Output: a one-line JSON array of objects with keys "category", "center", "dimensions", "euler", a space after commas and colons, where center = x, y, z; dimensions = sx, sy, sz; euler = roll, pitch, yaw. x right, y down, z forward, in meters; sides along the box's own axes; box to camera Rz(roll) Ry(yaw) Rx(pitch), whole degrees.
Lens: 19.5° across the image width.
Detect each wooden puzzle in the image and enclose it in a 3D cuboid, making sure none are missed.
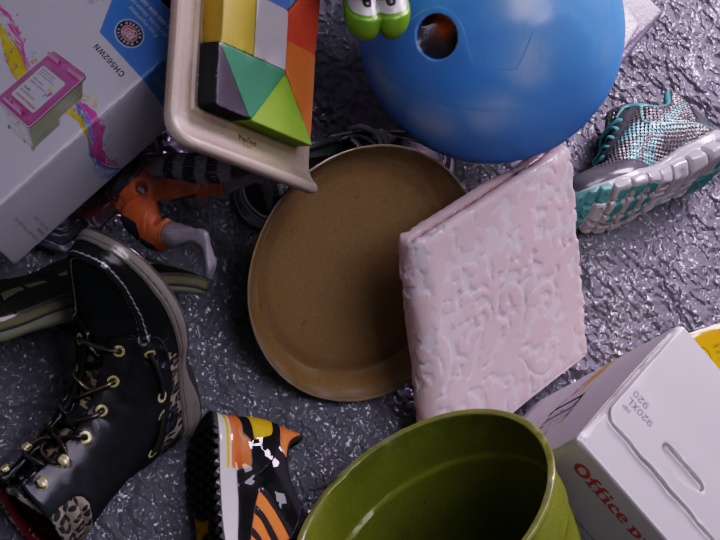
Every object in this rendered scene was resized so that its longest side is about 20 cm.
[{"category": "wooden puzzle", "center": [-0.073, -0.164, 1.436], "dimensions": [0.185, 0.037, 0.200], "euler": [17, 69, -61]}]

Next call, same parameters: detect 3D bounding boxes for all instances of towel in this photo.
[{"category": "towel", "center": [0.102, 0.023, 1.608], "dimensions": [0.191, 0.032, 0.200], "euler": [-34, 129, -38]}]

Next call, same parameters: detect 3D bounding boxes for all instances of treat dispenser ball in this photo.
[{"category": "treat dispenser ball", "center": [0.098, -0.180, 1.576], "dimensions": [0.201, 0.201, 0.201], "euler": [12, 64, -25]}]

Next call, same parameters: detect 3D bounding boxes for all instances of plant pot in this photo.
[{"category": "plant pot", "center": [0.084, 0.236, 1.474], "dimensions": [0.200, 0.200, 0.193], "euler": [-56, 128, -34]}, {"category": "plant pot", "center": [0.000, 0.000, 1.576], "dimensions": [0.200, 0.027, 0.200], "euler": [-10, 111, -28]}]

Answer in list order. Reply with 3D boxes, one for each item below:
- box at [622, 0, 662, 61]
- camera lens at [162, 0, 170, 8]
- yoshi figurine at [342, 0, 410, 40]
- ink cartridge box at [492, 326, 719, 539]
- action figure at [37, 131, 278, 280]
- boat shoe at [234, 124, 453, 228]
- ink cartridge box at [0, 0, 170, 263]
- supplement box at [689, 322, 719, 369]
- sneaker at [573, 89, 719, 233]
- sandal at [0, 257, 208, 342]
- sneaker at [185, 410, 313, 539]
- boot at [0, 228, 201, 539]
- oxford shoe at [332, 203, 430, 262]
[{"category": "box", "center": [0.126, -0.226, 1.748], "dimensions": [0.200, 0.115, 0.132], "euler": [44, 54, -6]}, {"category": "camera lens", "center": [-0.106, -0.248, 1.592], "dimensions": [0.160, 0.160, 0.200], "euler": [43, 52, -7]}, {"category": "yoshi figurine", "center": [0.005, -0.262, 1.484], "dimensions": [0.112, 0.112, 0.200], "euler": [32, 41, -55]}, {"category": "ink cartridge box", "center": [0.192, 0.164, 1.564], "dimensions": [0.147, 0.200, 0.145], "euler": [48, 54, -4]}, {"category": "action figure", "center": [-0.155, -0.089, 1.522], "dimensions": [0.193, 0.105, 0.200], "euler": [23, 50, 11]}, {"category": "boat shoe", "center": [-0.001, -0.080, 1.639], "dimensions": [0.199, 0.068, 0.074], "euler": [-6, 73, -32]}, {"category": "ink cartridge box", "center": [-0.222, -0.127, 1.448], "dimensions": [0.200, 0.085, 0.145], "euler": [-43, 71, -3]}, {"category": "supplement box", "center": [0.289, 0.152, 1.682], "dimensions": [0.109, 0.109, 0.200], "euler": [-15, 77, -34]}, {"category": "sneaker", "center": [0.228, -0.097, 1.789], "dimensions": [0.200, 0.078, 0.091], "euler": [-22, 65, -38]}, {"category": "sandal", "center": [-0.200, 0.028, 1.486], "dimensions": [0.201, 0.080, 0.057], "euler": [-15, 112, -36]}, {"category": "sneaker", "center": [-0.069, 0.197, 1.479], "dimensions": [0.090, 0.070, 0.200], "euler": [6, 65, -25]}, {"category": "boot", "center": [-0.184, 0.087, 1.405], "dimensions": [0.073, 0.204, 0.154], "euler": [21, 54, 29]}, {"category": "oxford shoe", "center": [0.048, -0.013, 1.640], "dimensions": [0.200, 0.070, 0.075], "euler": [-10, 80, -31]}]
